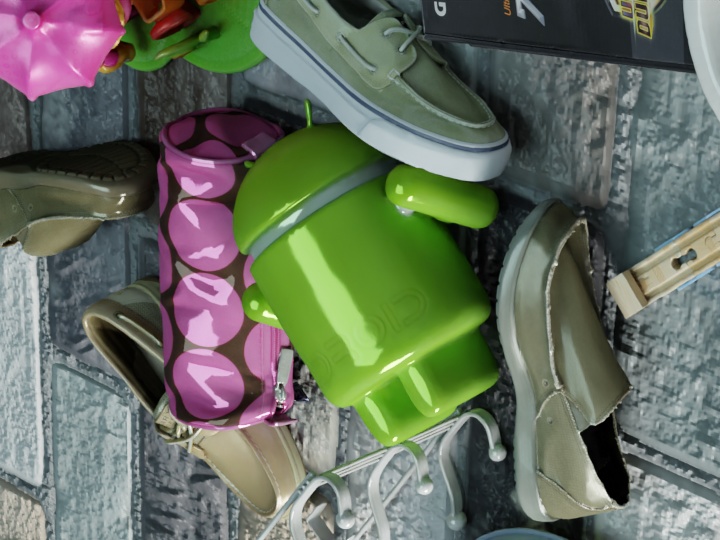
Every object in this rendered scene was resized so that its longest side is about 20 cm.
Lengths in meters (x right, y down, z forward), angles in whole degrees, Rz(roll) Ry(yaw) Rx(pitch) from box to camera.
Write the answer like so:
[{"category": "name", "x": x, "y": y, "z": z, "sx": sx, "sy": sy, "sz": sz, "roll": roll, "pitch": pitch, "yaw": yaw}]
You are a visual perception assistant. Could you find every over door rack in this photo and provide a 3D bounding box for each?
[{"category": "over door rack", "x": -0.012, "y": 0.164, "z": 1.472, "sx": 0.200, "sy": 0.147, "sz": 0.067, "roll": -39, "pitch": 75, "yaw": 46}]

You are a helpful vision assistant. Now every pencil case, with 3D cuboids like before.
[{"category": "pencil case", "x": -0.081, "y": 0.001, "z": 1.508, "sx": 0.093, "sy": 0.090, "sz": 0.202, "roll": 22, "pitch": 121, "yaw": 50}]

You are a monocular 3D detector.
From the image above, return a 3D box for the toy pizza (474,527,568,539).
[{"category": "toy pizza", "x": 0.129, "y": 0.249, "z": 1.456, "sx": 0.199, "sy": 0.032, "sz": 0.202, "roll": 22, "pitch": 123, "yaw": 37}]

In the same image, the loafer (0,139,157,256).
[{"category": "loafer", "x": -0.200, "y": -0.047, "z": 1.616, "sx": 0.199, "sy": 0.076, "sz": 0.068, "roll": 5, "pitch": 113, "yaw": 54}]

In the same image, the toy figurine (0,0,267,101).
[{"category": "toy figurine", "x": -0.171, "y": -0.163, "z": 1.449, "sx": 0.199, "sy": 0.184, "sz": 0.151, "roll": -25, "pitch": 90, "yaw": 48}]

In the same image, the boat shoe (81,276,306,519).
[{"category": "boat shoe", "x": -0.114, "y": 0.094, "z": 1.598, "sx": 0.200, "sy": 0.065, "sz": 0.072, "roll": 51, "pitch": 136, "yaw": 14}]

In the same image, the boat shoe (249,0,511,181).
[{"category": "boat shoe", "x": 0.011, "y": -0.121, "z": 1.375, "sx": 0.200, "sy": 0.072, "sz": 0.062, "roll": 36, "pitch": 125, "yaw": 29}]

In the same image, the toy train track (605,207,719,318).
[{"category": "toy train track", "x": 0.197, "y": -0.021, "z": 1.264, "sx": 0.200, "sy": 0.032, "sz": 0.115, "roll": -36, "pitch": 82, "yaw": 48}]

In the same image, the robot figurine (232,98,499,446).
[{"category": "robot figurine", "x": 0.000, "y": 0.000, "z": 1.405, "sx": 0.175, "sy": 0.115, "sz": 0.201, "roll": -39, "pitch": 80, "yaw": 44}]

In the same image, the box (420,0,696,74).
[{"category": "box", "x": 0.110, "y": -0.214, "z": 1.252, "sx": 0.198, "sy": 0.050, "sz": 0.202, "roll": 12, "pitch": 116, "yaw": 40}]

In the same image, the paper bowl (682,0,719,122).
[{"category": "paper bowl", "x": 0.259, "y": -0.127, "z": 1.102, "sx": 0.200, "sy": 0.104, "sz": 0.202, "roll": 20, "pitch": 121, "yaw": 37}]

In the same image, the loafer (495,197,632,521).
[{"category": "loafer", "x": 0.126, "y": 0.053, "z": 1.350, "sx": 0.069, "sy": 0.075, "sz": 0.201, "roll": 8, "pitch": 119, "yaw": 29}]
